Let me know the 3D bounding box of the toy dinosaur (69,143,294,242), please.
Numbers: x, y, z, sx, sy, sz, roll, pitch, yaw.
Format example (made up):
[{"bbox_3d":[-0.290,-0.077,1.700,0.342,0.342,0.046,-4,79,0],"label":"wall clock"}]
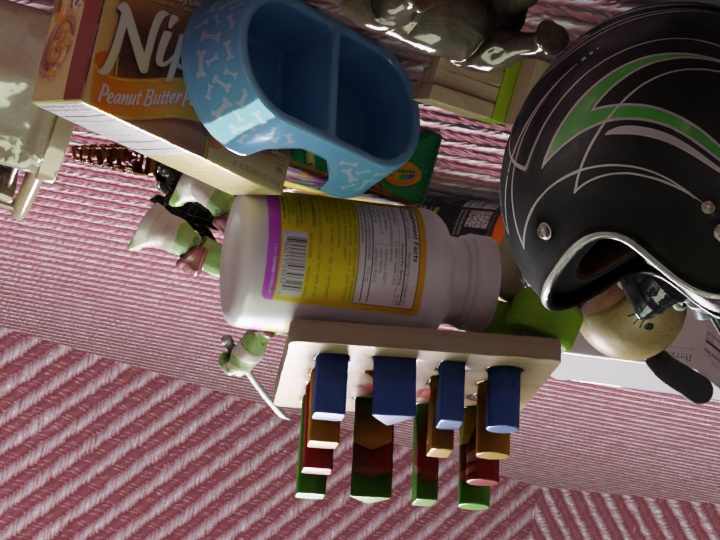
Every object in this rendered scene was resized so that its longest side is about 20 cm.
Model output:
[{"bbox_3d":[-0.148,-0.084,1.609,0.199,0.103,0.136,-14,-165,-10],"label":"toy dinosaur"}]

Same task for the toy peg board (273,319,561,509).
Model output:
[{"bbox_3d":[0.036,0.117,1.391,0.198,0.099,0.199,4,162,-5],"label":"toy peg board"}]

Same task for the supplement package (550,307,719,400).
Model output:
[{"bbox_3d":[0.265,0.051,1.787,0.199,0.112,0.156,6,168,28],"label":"supplement package"}]

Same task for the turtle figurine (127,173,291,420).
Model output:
[{"bbox_3d":[-0.091,0.013,1.509,0.193,0.144,0.200,36,175,4],"label":"turtle figurine"}]

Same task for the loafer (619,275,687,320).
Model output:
[{"bbox_3d":[0.177,-0.044,1.272,0.068,0.070,0.201,32,-158,-36],"label":"loafer"}]

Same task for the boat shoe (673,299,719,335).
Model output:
[{"bbox_3d":[0.270,0.019,1.375,0.200,0.062,0.073,44,-175,-26],"label":"boat shoe"}]

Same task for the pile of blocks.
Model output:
[{"bbox_3d":[0.134,-0.119,1.228,0.199,0.063,0.082,18,-178,12],"label":"pile of blocks"}]

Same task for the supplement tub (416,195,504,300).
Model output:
[{"bbox_3d":[0.104,-0.011,1.662,0.199,0.108,0.107,7,168,26],"label":"supplement tub"}]

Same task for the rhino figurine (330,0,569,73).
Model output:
[{"bbox_3d":[0.021,-0.168,1.082,0.199,0.060,0.087,18,167,-18],"label":"rhino figurine"}]

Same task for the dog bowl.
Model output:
[{"bbox_3d":[-0.034,-0.123,1.255,0.049,0.112,0.199,-16,153,41],"label":"dog bowl"}]

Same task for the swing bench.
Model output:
[{"bbox_3d":[-0.325,-0.140,1.416,0.198,0.131,0.200,16,168,-16],"label":"swing bench"}]

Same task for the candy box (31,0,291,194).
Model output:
[{"bbox_3d":[-0.124,-0.136,1.252,0.055,0.116,0.199,1,165,41],"label":"candy box"}]

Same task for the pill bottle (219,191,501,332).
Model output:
[{"bbox_3d":[0.000,0.000,1.366,0.199,0.105,0.104,7,171,-15],"label":"pill bottle"}]

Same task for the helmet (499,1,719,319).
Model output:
[{"bbox_3d":[0.181,-0.060,1.085,0.190,0.201,0.200,18,172,19],"label":"helmet"}]

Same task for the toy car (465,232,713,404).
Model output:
[{"bbox_3d":[0.212,0.018,1.429,0.199,0.165,0.158,29,165,-14],"label":"toy car"}]

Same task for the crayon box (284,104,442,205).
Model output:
[{"bbox_3d":[-0.036,-0.097,1.432,0.118,0.059,0.200,17,176,-25],"label":"crayon box"}]
